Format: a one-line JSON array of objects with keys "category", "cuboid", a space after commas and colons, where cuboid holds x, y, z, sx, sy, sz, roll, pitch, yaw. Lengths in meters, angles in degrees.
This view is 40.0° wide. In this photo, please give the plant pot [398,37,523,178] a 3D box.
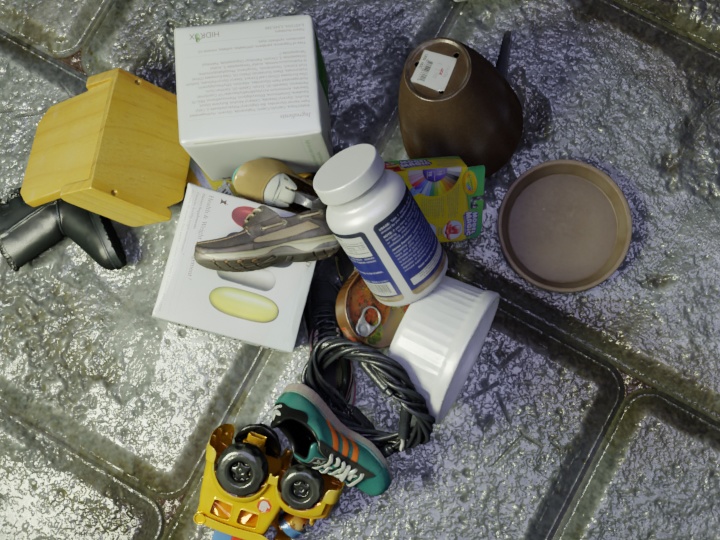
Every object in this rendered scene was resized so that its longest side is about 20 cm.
[{"category": "plant pot", "cuboid": [0.127, -0.243, 1.405, 0.185, 0.200, 0.188, -4, 75, 15]}]

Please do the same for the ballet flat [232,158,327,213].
[{"category": "ballet flat", "cuboid": [-0.101, -0.114, 1.418, 0.063, 0.200, 0.069, 31, 101, 30]}]

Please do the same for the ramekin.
[{"category": "ramekin", "cuboid": [0.109, 0.103, 1.379, 0.097, 0.200, 0.201, 26, 84, 13]}]

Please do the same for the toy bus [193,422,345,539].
[{"category": "toy bus", "cuboid": [-0.135, 0.333, 1.396, 0.199, 0.136, 0.193, 17, 96, 3]}]

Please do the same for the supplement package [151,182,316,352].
[{"category": "supplement package", "cuboid": [-0.173, 0.002, 1.409, 0.199, 0.147, 0.193, 15, 84, -8]}]

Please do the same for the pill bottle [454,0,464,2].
[{"category": "pill bottle", "cuboid": [0.230, -0.478, 1.501, 0.198, 0.106, 0.107, -10, 81, 2]}]

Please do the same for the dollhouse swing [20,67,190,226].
[{"category": "dollhouse swing", "cuboid": [-0.376, -0.164, 1.477, 0.181, 0.175, 0.201, 23, 60, -34]}]

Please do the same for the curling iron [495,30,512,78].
[{"category": "curling iron", "cuboid": [0.199, -0.275, 1.512, 0.049, 0.026, 0.201, 18, 83, 8]}]

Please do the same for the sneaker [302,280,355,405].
[{"category": "sneaker", "cuboid": [-0.041, 0.110, 1.438, 0.080, 0.086, 0.202, -12, 81, 1]}]

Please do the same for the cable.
[{"category": "cable", "cuboid": [0.008, 0.172, 1.330, 0.201, 0.163, 0.051, 56, 44, -16]}]

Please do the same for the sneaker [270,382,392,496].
[{"category": "sneaker", "cuboid": [-0.044, 0.245, 1.332, 0.200, 0.080, 0.071, 43, 128, -8]}]

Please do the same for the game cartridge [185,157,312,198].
[{"category": "game cartridge", "cuboid": [-0.198, -0.179, 1.518, 0.176, 0.032, 0.201, -33, 82, -2]}]

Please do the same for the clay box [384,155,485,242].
[{"category": "clay box", "cuboid": [0.073, -0.096, 1.388, 0.198, 0.048, 0.116, -6, 118, -13]}]

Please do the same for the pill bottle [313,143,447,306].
[{"category": "pill bottle", "cuboid": [0.025, -0.059, 1.299, 0.115, 0.116, 0.201, -34, 122, -2]}]

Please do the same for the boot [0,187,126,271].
[{"category": "boot", "cuboid": [-0.461, -0.053, 1.493, 0.162, 0.073, 0.199, -29, 74, -4]}]

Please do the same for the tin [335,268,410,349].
[{"category": "tin", "cuboid": [0.040, 0.026, 1.428, 0.112, 0.042, 0.200, 43, 59, -11]}]

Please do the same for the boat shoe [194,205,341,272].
[{"category": "boat shoe", "cuboid": [-0.125, -0.045, 1.316, 0.199, 0.074, 0.074, -7, 77, -19]}]

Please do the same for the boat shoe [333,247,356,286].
[{"category": "boat shoe", "cuboid": [0.000, 0.000, 1.468, 0.071, 0.060, 0.203, -6, 82, -33]}]

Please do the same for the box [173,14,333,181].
[{"category": "box", "cuboid": [-0.146, -0.239, 1.410, 0.198, 0.199, 0.173, -4, 81, 3]}]

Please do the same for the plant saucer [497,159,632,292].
[{"category": "plant saucer", "cuboid": [0.303, -0.065, 1.475, 0.198, 0.029, 0.202, 0, 82, 3]}]
